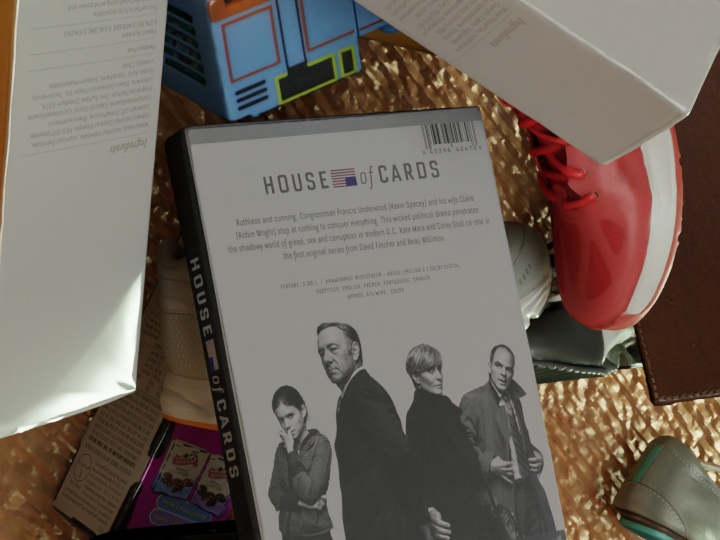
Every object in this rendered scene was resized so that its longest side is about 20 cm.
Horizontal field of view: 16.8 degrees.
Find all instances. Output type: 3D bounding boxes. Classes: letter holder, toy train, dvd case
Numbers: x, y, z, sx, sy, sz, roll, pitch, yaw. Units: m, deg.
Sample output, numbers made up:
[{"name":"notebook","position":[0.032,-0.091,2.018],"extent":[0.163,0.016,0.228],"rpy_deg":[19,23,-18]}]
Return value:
[{"name":"letter holder","position":[0.197,-0.053,1.167],"extent":[0.101,0.142,0.201],"rpy_deg":[-34,112,-62]},{"name":"toy train","position":[-0.008,-0.146,1.023],"extent":[0.199,0.087,0.115],"rpy_deg":[-26,125,-26]},{"name":"dvd case","position":[0.005,0.035,1.003],"extent":[0.150,0.025,0.201],"rpy_deg":[-6,81,-33]}]

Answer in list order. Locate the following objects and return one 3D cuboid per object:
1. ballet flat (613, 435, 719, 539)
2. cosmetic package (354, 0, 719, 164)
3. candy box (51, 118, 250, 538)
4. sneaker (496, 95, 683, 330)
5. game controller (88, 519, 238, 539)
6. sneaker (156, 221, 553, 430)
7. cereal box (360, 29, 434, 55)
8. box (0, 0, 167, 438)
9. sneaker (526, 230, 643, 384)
[{"name":"ballet flat","position":[0.215,0.152,1.348],"extent":[0.200,0.067,0.064],"rpy_deg":[38,74,-39]},{"name":"cosmetic package","position":[0.048,-0.139,0.935],"extent":[0.200,0.074,0.102],"rpy_deg":[34,64,-11]},{"name":"candy box","position":[-0.038,0.048,1.125],"extent":[0.136,0.061,0.201],"rpy_deg":[27,88,-39]},{"name":"sneaker","position":[0.072,-0.069,1.034],"extent":[0.115,0.078,0.201],"rpy_deg":[-7,100,-33]},{"name":"game controller","position":[-0.052,0.162,1.103],"extent":[0.200,0.104,0.042],"rpy_deg":[63,34,-55]},{"name":"sneaker","position":[0.000,0.000,1.054],"extent":[0.199,0.076,0.092],"rpy_deg":[-20,110,-31]},{"name":"cereal box","position":[0.013,-0.205,1.090],"extent":[0.143,0.039,0.201],"rpy_deg":[9,100,-36]},{"name":"box","position":[-0.156,-0.051,0.946],"extent":[0.097,0.124,0.201],"rpy_deg":[-17,117,-57]},{"name":"sneaker","position":[0.101,0.011,1.199],"extent":[0.200,0.074,0.089],"rpy_deg":[-9,93,-60]}]
